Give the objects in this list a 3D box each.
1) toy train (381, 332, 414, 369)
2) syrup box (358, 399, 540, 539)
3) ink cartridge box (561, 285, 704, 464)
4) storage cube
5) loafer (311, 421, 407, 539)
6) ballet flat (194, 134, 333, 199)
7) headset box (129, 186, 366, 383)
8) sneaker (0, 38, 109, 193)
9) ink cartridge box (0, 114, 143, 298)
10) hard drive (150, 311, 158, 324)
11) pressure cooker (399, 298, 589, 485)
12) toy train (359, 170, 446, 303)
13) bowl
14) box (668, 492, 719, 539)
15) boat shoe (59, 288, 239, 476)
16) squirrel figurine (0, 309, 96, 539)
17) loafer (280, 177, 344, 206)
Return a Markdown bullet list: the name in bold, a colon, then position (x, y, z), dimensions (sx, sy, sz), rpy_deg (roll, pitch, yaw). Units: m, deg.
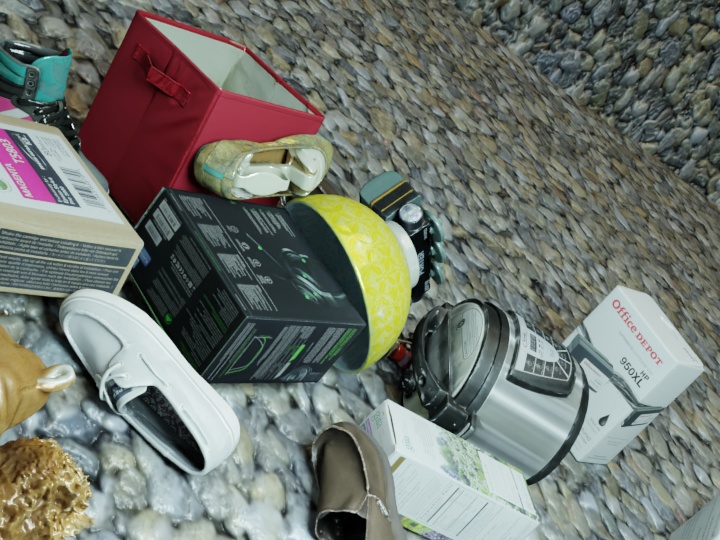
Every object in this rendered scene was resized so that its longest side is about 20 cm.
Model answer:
- **toy train**: position (0.058, 0.100, 1.420), dimensions (0.198, 0.034, 0.046), rpy_deg (18, 36, -42)
- **syrup box**: position (0.083, 0.222, 1.189), dimensions (0.198, 0.082, 0.079), rpy_deg (29, 24, -25)
- **ink cartridge box**: position (0.344, 0.143, 1.573), dimensions (0.084, 0.201, 0.145), rpy_deg (13, 35, -47)
- **storage cube**: position (-0.182, -0.151, 1.274), dimensions (0.171, 0.181, 0.199), rpy_deg (43, 22, 31)
- **loafer**: position (-0.007, 0.219, 1.066), dimensions (0.070, 0.073, 0.201), rpy_deg (22, 30, -38)
- **ballet flat**: position (-0.085, -0.104, 1.213), dimensions (0.198, 0.071, 0.071), rpy_deg (-7, 51, -48)
- **headset box**: position (-0.112, 0.019, 1.160), dimensions (0.199, 0.093, 0.175), rpy_deg (6, 41, -53)
- **sneaker**: position (-0.321, -0.167, 1.190), dimensions (0.199, 0.121, 0.084), rpy_deg (39, 23, -6)
- **ink cartridge box**: position (-0.317, -0.065, 1.051), dimensions (0.164, 0.076, 0.200), rpy_deg (10, 31, -51)
- **hard drive**: position (-0.148, 0.030, 1.234), dimensions (0.198, 0.027, 0.133), rpy_deg (16, 34, -46)
- **pressure cooker**: position (0.139, 0.134, 1.317), dimensions (0.198, 0.181, 0.175), rpy_deg (32, -9, -19)
- **toy train**: position (0.052, -0.038, 1.491), dimensions (0.114, 0.085, 0.201), rpy_deg (49, -17, 26)
- **bowl**: position (0.000, 0.000, 1.266), dimensions (0.106, 0.201, 0.201), rpy_deg (-23, 60, -25)
- **box**: position (0.482, 0.401, 1.429), dimensions (0.199, 0.131, 0.200), rpy_deg (45, 25, 10)
- **boat shoe**: position (-0.194, 0.101, 1.005), dimensions (0.200, 0.072, 0.069), rpy_deg (49, 26, -3)
- **squirrel figurine**: position (-0.275, 0.118, 0.802), dimensions (0.202, 0.141, 0.186), rpy_deg (58, 15, 5)
- **loafer**: position (-0.044, -0.050, 1.452), dimensions (0.071, 0.073, 0.201), rpy_deg (3, 44, -55)
